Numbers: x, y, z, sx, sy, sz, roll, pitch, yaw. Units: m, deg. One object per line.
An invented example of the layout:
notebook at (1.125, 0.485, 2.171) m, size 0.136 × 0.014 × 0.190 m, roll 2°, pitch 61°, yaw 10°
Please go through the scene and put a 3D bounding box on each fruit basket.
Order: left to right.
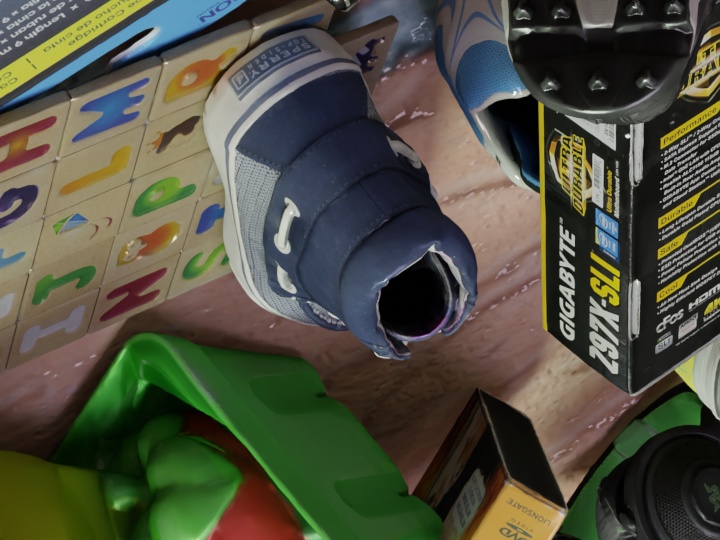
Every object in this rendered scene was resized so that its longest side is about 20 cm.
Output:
fruit basket at (-0.098, 0.126, 1.090) m, size 0.215 × 0.156 × 0.216 m, roll -36°, pitch 159°, yaw -16°

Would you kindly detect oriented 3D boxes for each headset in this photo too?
headset at (0.100, 0.111, 1.194) m, size 0.094 × 0.200 × 0.124 m, roll 36°, pitch 117°, yaw -11°

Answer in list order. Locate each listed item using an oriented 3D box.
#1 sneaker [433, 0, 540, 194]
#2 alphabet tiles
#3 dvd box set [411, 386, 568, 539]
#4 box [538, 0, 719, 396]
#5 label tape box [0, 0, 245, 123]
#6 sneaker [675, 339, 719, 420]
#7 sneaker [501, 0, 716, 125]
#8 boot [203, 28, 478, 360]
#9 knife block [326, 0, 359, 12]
sneaker at (0.083, -0.044, 1.042) m, size 0.071 × 0.073 × 0.200 m, roll -8°, pitch 151°, yaw 30°
alphabet tiles at (-0.079, -0.021, 0.974) m, size 0.199 × 0.006 × 0.167 m, roll -24°, pitch 158°, yaw -27°
dvd box set at (0.011, 0.151, 1.155) m, size 0.029 × 0.146 × 0.201 m, roll 30°, pitch 99°, yaw -8°
box at (0.147, -0.070, 0.993) m, size 0.199 × 0.049 × 0.160 m, roll -33°, pitch 141°, yaw -24°
label tape box at (-0.112, -0.103, 0.834) m, size 0.143 × 0.066 × 0.200 m, roll -32°, pitch 163°, yaw 3°
sneaker at (0.181, -0.032, 1.146) m, size 0.200 × 0.090 × 0.078 m, roll -49°, pitch 118°, yaw -5°
sneaker at (0.075, -0.133, 0.863) m, size 0.066 × 0.202 × 0.090 m, roll 1°, pitch 169°, yaw 12°
boot at (0.000, 0.000, 1.002) m, size 0.073 × 0.091 × 0.200 m, roll -34°, pitch 159°, yaw -2°
knife block at (-0.029, -0.169, 0.835) m, size 0.064 × 0.176 × 0.201 m, roll -30°, pitch 101°, yaw 0°
